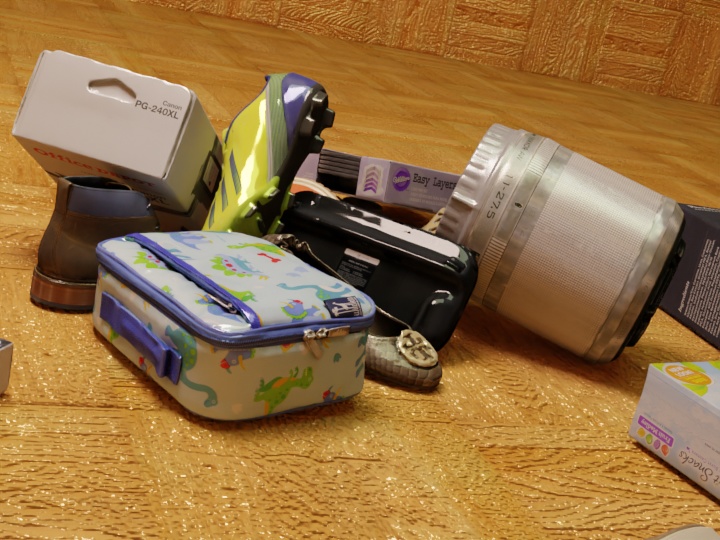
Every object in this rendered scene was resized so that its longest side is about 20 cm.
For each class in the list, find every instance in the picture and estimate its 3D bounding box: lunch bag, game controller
[{"bbox_3d":[-0.098,0.033,0.834,0.159,0.084,0.199,-5,23,-38],"label":"lunch bag"},{"bbox_3d":[0.000,0.000,0.985,0.198,0.105,0.042,21,-9,25],"label":"game controller"}]

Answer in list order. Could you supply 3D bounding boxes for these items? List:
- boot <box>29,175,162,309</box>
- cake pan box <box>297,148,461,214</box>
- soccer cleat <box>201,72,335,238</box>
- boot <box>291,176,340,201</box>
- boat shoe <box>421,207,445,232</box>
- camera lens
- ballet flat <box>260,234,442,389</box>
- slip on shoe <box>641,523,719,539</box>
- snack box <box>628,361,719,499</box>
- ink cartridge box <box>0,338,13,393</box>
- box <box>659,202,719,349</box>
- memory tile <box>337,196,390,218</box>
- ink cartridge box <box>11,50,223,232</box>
[{"bbox_3d":[-0.174,-0.028,0.937,0.074,0.098,0.199,24,20,35],"label":"boot"},{"bbox_3d":[0.042,-0.099,1.309,0.198,0.053,0.183,7,4,-38],"label":"cake pan box"},{"bbox_3d":[-0.095,-0.086,0.995,0.083,0.202,0.065,20,-22,21],"label":"soccer cleat"},{"bbox_3d":[-0.057,-0.034,1.091,0.199,0.076,0.107,25,26,32],"label":"boot"},{"bbox_3d":[0.088,-0.029,1.169,0.075,0.075,0.200,16,17,12],"label":"boat shoe"},{"bbox_3d":[0.178,-0.023,1.025,0.198,0.161,0.160,27,19,9],"label":"camera lens"},{"bbox_3d":[-0.012,0.028,0.923,0.199,0.047,0.067,36,22,26],"label":"ballet flat"},{"bbox_3d":[0.117,0.166,0.583,0.198,0.077,0.060,-13,35,-39],"label":"slip on shoe"},{"bbox_3d":[0.332,0.130,0.855,0.198,0.069,0.168,3,20,-32],"label":"snack box"},{"bbox_3d":[-0.296,0.069,0.647,0.098,0.040,0.200,17,18,13],"label":"ink cartridge box"},{"bbox_3d":[0.445,0.020,1.204,0.194,0.119,0.200,6,17,-21],"label":"box"},{"bbox_3d":[-0.031,-0.055,1.267,0.151,0.017,0.200,8,17,-14],"label":"memory tile"},{"bbox_3d":[-0.201,-0.100,1.017,0.143,0.084,0.200,16,-14,10],"label":"ink cartridge box"}]
